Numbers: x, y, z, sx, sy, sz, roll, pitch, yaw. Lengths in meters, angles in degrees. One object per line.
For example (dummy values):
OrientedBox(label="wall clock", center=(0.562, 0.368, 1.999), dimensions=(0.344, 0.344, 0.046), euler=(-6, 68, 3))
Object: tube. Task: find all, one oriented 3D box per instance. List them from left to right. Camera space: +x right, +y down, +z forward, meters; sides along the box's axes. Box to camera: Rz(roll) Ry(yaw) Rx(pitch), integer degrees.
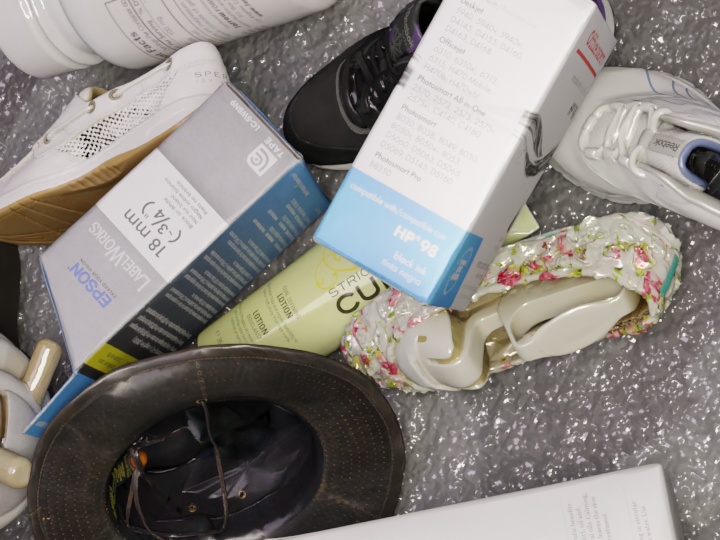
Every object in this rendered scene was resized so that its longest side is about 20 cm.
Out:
OrientedBox(label="tube", center=(0.000, 0.000, 1.200), dimensions=(0.200, 0.052, 0.058), euler=(-34, 107, 17))

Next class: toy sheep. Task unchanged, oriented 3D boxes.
OrientedBox(label="toy sheep", center=(-0.231, 0.085, 1.213), dimensions=(0.200, 0.138, 0.138), euler=(14, 85, 59))

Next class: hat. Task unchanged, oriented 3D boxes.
OrientedBox(label="hat", center=(-0.079, 0.095, 1.174), dimensions=(0.201, 0.201, 0.081), euler=(-42, 31, 17))

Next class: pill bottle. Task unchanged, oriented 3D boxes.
OrientedBox(label="pill bottle", center=(-0.116, -0.179, 1.274), dimensions=(0.200, 0.114, 0.115), euler=(-15, 71, 28))

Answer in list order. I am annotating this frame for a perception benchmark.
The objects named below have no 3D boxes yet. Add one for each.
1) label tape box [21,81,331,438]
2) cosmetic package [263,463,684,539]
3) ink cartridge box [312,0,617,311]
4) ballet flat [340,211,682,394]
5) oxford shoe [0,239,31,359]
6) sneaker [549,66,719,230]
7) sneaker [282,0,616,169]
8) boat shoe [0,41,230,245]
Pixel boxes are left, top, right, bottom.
OrientedBox(label="label tape box", center=(-0.113, 0.001, 1.179), dimensions=(0.200, 0.144, 0.063), euler=(-44, 80, -2))
OrientedBox(label="cosmetic package", center=(0.062, 0.168, 1.063), dimensions=(0.200, 0.085, 0.108), euler=(-11, 71, 10))
OrientedBox(label="ink cartridge box", center=(0.063, -0.083, 1.056), dimensions=(0.067, 0.116, 0.200), euler=(30, 94, 11))
OrientedBox(label="ballet flat", center=(0.072, 0.025, 1.128), dimensions=(0.200, 0.076, 0.064), euler=(-24, 34, 26))
OrientedBox(label="oxford shoe", center=(-0.248, 0.023, 1.335), dimensions=(0.071, 0.071, 0.200), euler=(-22, 69, 30))
OrientedBox(label="sneaker", center=(0.157, -0.062, 1.094), dimensions=(0.200, 0.087, 0.075), euler=(22, 92, 35))
OrientedBox(label="sneaker", center=(0.030, -0.119, 1.184), dimensions=(0.200, 0.088, 0.076), euler=(-22, 68, 26))
OrientedBox(label="boat shoe", center=(-0.149, -0.074, 1.293), dimensions=(0.200, 0.071, 0.069), euler=(-24, 64, 31))
